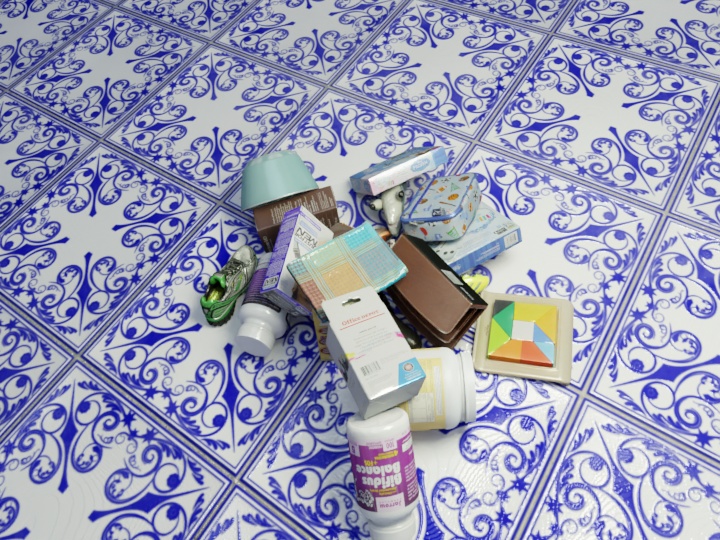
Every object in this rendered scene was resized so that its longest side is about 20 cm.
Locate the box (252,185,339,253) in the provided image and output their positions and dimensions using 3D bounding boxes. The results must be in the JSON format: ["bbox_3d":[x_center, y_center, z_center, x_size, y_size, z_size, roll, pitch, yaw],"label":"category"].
[{"bbox_3d":[-0.147,-0.118,1.440,0.193,0.101,0.077,-16,57,-2],"label":"box"}]

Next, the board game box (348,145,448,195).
[{"bbox_3d":[0.085,-0.242,1.459,0.194,0.044,0.200,-26,15,-9],"label":"board game box"}]

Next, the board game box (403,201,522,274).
[{"bbox_3d":[0.220,-0.076,1.348,0.195,0.044,0.200,-26,33,-8],"label":"board game box"}]

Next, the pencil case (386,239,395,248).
[{"bbox_3d":[0.000,0.000,1.351,0.194,0.078,0.092,-21,68,-7],"label":"pencil case"}]

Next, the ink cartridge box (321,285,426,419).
[{"bbox_3d":[0.014,0.137,1.061,0.112,0.069,0.203,-16,56,-23],"label":"ink cartridge box"}]

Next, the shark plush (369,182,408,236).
[{"bbox_3d":[0.079,-0.158,1.444,0.089,0.085,0.201,-25,22,14],"label":"shark plush"}]

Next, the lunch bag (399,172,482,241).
[{"bbox_3d":[0.174,-0.138,1.344,0.156,0.077,0.201,0,36,34],"label":"lunch bag"}]

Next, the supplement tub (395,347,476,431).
[{"bbox_3d":[0.112,0.221,1.137,0.193,0.147,0.149,-4,54,6],"label":"supplement tub"}]

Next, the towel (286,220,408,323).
[{"bbox_3d":[-0.024,-0.003,1.149,0.196,0.022,0.148,-28,61,-21],"label":"towel"}]

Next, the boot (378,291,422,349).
[{"bbox_3d":[0.041,0.097,1.264,0.197,0.098,0.075,29,63,26],"label":"boot"}]

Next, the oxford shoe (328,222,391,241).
[{"bbox_3d":[-0.026,-0.081,1.406,0.193,0.072,0.075,-10,71,1],"label":"oxford shoe"}]

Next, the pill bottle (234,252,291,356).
[{"bbox_3d":[-0.197,0.074,1.308,0.108,0.113,0.205,8,56,14],"label":"pill bottle"}]

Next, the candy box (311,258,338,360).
[{"bbox_3d":[-0.062,0.081,1.227,0.054,0.203,0.120,-2,53,3],"label":"candy box"}]

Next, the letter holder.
[{"bbox_3d":[0.125,0.052,1.199,0.200,0.100,0.143,46,109,25],"label":"letter holder"}]

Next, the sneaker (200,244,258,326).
[{"bbox_3d":[-0.293,0.022,1.375,0.076,0.086,0.204,12,57,16],"label":"sneaker"}]

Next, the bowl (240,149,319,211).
[{"bbox_3d":[-0.204,-0.218,1.448,0.195,0.201,0.108,-18,96,-4],"label":"bowl"}]

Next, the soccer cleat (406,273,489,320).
[{"bbox_3d":[0.188,0.065,1.299,0.194,0.065,0.086,-18,80,-9],"label":"soccer cleat"}]

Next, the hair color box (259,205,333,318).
[{"bbox_3d":[-0.130,-0.018,1.282,0.064,0.109,0.205,-13,52,40],"label":"hair color box"}]

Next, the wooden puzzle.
[{"bbox_3d":[0.332,0.127,1.237,0.193,0.038,0.189,7,56,13],"label":"wooden puzzle"}]

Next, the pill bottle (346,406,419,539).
[{"bbox_3d":[0.041,0.346,1.029,0.108,0.112,0.207,-9,96,1],"label":"pill bottle"}]
